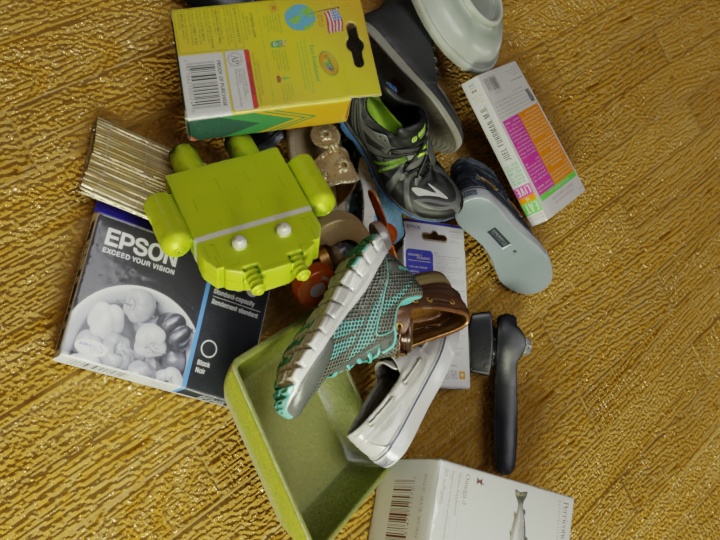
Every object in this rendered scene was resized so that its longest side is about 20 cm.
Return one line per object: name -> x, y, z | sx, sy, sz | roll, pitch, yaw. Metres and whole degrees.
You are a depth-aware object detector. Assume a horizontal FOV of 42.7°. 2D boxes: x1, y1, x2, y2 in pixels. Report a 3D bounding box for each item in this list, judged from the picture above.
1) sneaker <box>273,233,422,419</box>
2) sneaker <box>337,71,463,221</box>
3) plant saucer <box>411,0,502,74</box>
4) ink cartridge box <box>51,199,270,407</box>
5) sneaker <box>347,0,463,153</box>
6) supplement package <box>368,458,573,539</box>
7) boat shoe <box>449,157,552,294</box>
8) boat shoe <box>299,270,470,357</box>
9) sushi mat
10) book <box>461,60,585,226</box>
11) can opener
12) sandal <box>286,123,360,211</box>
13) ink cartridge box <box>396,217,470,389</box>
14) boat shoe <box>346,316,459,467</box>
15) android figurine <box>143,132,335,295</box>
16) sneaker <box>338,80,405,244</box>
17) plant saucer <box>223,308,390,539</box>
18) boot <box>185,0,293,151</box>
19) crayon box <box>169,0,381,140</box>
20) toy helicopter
sneaker -> -0.007, 0.064, 0.884 | 0.091, 0.078, 0.201 | 37, 72, -11
sneaker -> 0.046, -0.131, 1.000 | 0.071, 0.083, 0.200 | -48, 111, -26
plant saucer -> 0.133, -0.353, 1.179 | 0.199, 0.050, 0.202 | 26, 53, -41
ink cartridge box -> -0.187, 0.018, 0.931 | 0.197, 0.043, 0.202 | 20, 68, -29
sneaker -> 0.079, -0.248, 1.142 | 0.200, 0.075, 0.106 | 50, 58, -13
supplement package -> 0.124, 0.289, 1.032 | 0.199, 0.117, 0.118 | 21, 69, -29
boat shoe -> 0.181, -0.058, 1.173 | 0.200, 0.071, 0.091 | 47, 28, -36
boat shoe -> 0.029, 0.055, 0.964 | 0.199, 0.068, 0.072 | -15, 132, -31
sushi mat -> -0.187, -0.081, 0.948 | 0.199, 0.012, 0.096 | 23, 50, -24
book -> 0.212, -0.169, 1.205 | 0.133, 0.048, 0.201 | -32, 97, -55
can opener -> 0.177, 0.150, 1.141 | 0.063, 0.078, 0.202 | 16, 70, -71
sandal -> -0.026, -0.091, 0.999 | 0.077, 0.069, 0.213 | -19, 112, -42
ink cartridge box -> 0.084, 0.042, 1.108 | 0.094, 0.037, 0.202 | 6, 79, -31
boat shoe -> 0.045, 0.115, 1.009 | 0.066, 0.072, 0.201 | 38, 63, -15
android figurine -> -0.114, -0.057, 0.903 | 0.181, 0.041, 0.201 | -16, 54, -19
sneaker -> 0.023, -0.122, 1.082 | 0.089, 0.078, 0.202 | 9, 81, -33
plant saucer -> -0.060, 0.160, 0.943 | 0.201, 0.048, 0.200 | 67, 26, -4
boot -> -0.127, -0.247, 1.012 | 0.200, 0.065, 0.165 | 48, 57, -17
crayon box -> -0.088, -0.211, 0.948 | 0.198, 0.051, 0.128 | -8, 73, -9
toy helicopter -> 0.000, 0.000, 1.002 | 0.132, 0.079, 0.200 | -43, 138, 1
